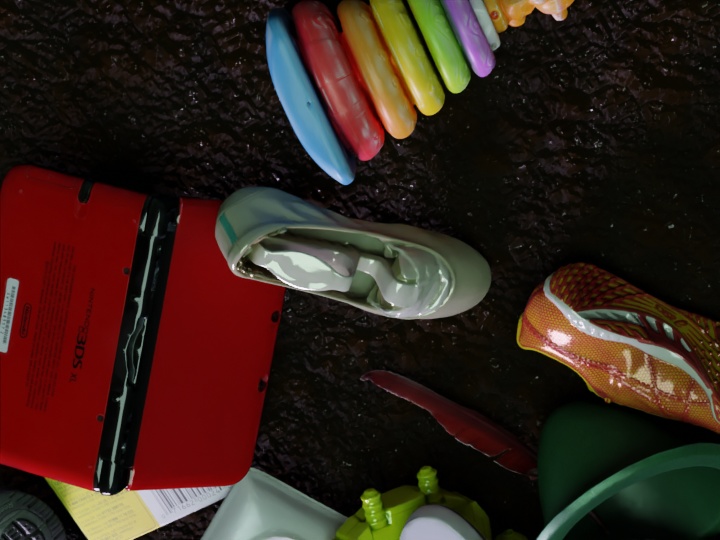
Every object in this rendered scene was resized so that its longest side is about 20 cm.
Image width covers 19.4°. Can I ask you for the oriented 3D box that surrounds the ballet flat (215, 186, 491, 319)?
[{"bbox_3d":[0.000,0.000,1.367,0.199,0.070,0.070,14,118,-19],"label":"ballet flat"}]

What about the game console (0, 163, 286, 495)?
[{"bbox_3d":[-0.155,0.038,1.405,0.172,0.119,0.201,14,100,16],"label":"game console"}]

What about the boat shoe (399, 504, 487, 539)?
[{"bbox_3d":[0.099,0.236,1.451,0.071,0.070,0.200,-30,102,34],"label":"boat shoe"}]

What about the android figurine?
[{"bbox_3d":[0.043,0.237,1.479,0.181,0.041,0.201,-17,108,-24],"label":"android figurine"}]

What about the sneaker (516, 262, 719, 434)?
[{"bbox_3d":[0.199,0.064,1.413,0.199,0.073,0.077,31,137,-4],"label":"sneaker"}]

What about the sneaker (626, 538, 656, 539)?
[{"bbox_3d":[0.215,0.233,1.428,0.199,0.085,0.075,-3,140,-25],"label":"sneaker"}]

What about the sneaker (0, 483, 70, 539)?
[{"bbox_3d":[-0.234,0.213,1.528,0.076,0.091,0.200,-43,131,-19],"label":"sneaker"}]

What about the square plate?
[{"bbox_3d":[-0.050,0.266,1.494,0.198,0.028,0.200,30,96,-23],"label":"square plate"}]

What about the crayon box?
[{"bbox_3d":[-0.180,0.089,1.469,0.127,0.051,0.200,-25,111,17],"label":"crayon box"}]

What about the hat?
[{"bbox_3d":[0.150,0.107,1.457,0.166,0.176,0.200,-45,143,23],"label":"hat"}]

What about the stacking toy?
[{"bbox_3d":[0.045,-0.146,1.311,0.199,0.110,0.116,-25,99,5],"label":"stacking toy"}]
